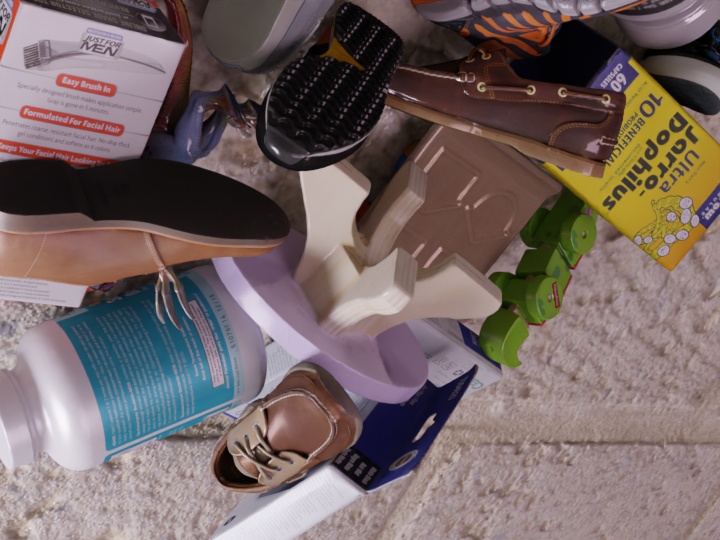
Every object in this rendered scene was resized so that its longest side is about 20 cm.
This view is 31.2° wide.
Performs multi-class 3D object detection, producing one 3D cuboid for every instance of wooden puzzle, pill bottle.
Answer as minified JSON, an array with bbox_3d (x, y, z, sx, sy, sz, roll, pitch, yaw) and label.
[{"bbox_3d":[0.060,-0.038,1.116,0.200,0.046,0.184,-48,142,13],"label":"wooden puzzle"},{"bbox_3d":[-0.176,0.076,0.951,0.198,0.111,0.112,-20,137,-27],"label":"pill bottle"},{"bbox_3d":[0.210,-0.263,0.978,0.114,0.114,0.200,-44,143,1],"label":"pill bottle"}]

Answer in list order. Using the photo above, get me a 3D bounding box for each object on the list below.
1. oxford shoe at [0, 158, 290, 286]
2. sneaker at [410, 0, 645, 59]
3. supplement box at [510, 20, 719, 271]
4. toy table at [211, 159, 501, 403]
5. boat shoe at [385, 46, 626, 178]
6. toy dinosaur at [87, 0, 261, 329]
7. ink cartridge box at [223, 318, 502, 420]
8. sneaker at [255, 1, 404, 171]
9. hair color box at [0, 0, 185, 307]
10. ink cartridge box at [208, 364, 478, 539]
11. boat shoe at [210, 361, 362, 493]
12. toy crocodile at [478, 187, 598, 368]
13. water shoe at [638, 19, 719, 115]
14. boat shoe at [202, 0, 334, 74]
[{"bbox_3d":[-0.142,-0.024,0.808,0.197,0.072,0.072,2,129,-20],"label":"oxford shoe"},{"bbox_3d":[0.143,-0.205,0.939,0.112,0.198,0.079,18,79,-56],"label":"sneaker"},{"bbox_3d":[0.214,-0.108,1.089,0.199,0.110,0.109,33,101,-34],"label":"supplement box"},{"bbox_3d":[0.000,0.000,0.967,0.199,0.185,0.117,31,120,-26],"label":"toy table"},{"bbox_3d":[0.100,-0.132,0.971,0.070,0.197,0.071,-60,167,-75],"label":"boat shoe"},{"bbox_3d":[-0.148,-0.065,0.902,0.180,0.202,0.105,-27,-175,14],"label":"toy dinosaur"},{"bbox_3d":[0.001,0.095,1.165,0.198,0.044,0.196,-28,147,20],"label":"ink cartridge box"},{"bbox_3d":[-0.029,-0.105,0.879,0.090,0.070,0.201,-52,-174,36],"label":"sneaker"},{"bbox_3d":[-0.201,-0.080,0.814,0.110,0.064,0.202,8,121,-37],"label":"hair color box"},{"bbox_3d":[-0.011,0.149,1.060,0.199,0.041,0.200,-34,-175,27],"label":"ink cartridge box"},{"bbox_3d":[-0.060,0.128,0.964,0.072,0.076,0.200,-41,178,-30],"label":"boat shoe"},{"bbox_3d":[0.171,-0.001,1.188,0.062,0.067,0.201,51,59,-34],"label":"toy crocodile"},{"bbox_3d":[0.279,-0.183,1.094,0.071,0.200,0.079,32,97,-6],"label":"water shoe"},{"bbox_3d":[-0.031,-0.219,0.852,0.202,0.070,0.071,-55,165,8],"label":"boat shoe"}]
